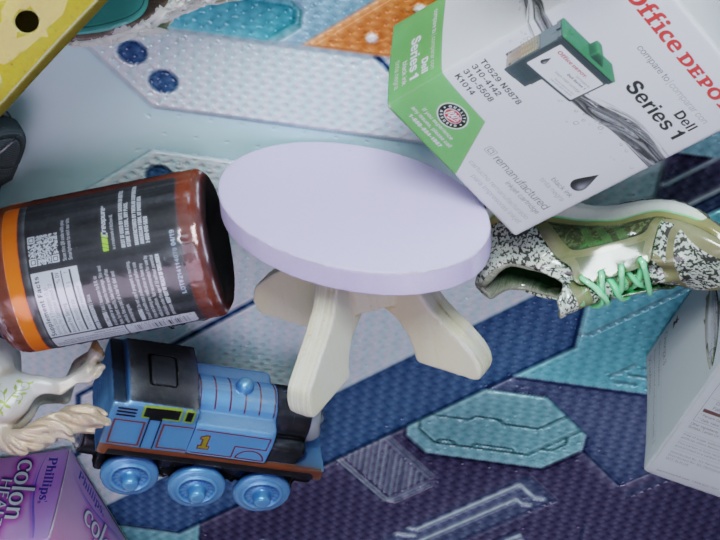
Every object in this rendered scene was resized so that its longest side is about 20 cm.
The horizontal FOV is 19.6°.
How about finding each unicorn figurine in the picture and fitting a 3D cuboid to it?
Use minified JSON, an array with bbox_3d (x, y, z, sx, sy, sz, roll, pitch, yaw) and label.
[{"bbox_3d":[-0.270,0.054,1.539,0.137,0.200,0.074,-29,139,-6],"label":"unicorn figurine"}]

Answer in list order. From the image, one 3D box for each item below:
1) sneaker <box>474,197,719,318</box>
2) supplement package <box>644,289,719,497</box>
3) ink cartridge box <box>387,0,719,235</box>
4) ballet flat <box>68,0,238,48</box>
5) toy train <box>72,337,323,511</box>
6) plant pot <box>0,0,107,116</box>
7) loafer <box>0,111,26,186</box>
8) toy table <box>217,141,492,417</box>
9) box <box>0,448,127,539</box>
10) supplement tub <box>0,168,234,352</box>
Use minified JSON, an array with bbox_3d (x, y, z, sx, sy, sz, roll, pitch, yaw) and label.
[{"bbox_3d":[0.166,0.003,1.425,0.198,0.089,0.077,6,144,27],"label":"sneaker"},{"bbox_3d":[0.292,0.058,1.472,0.116,0.117,0.201,19,134,-9],"label":"supplement package"},{"bbox_3d":[0.138,-0.131,1.325,0.199,0.085,0.146,-28,126,31],"label":"ink cartridge box"},{"bbox_3d":[-0.118,-0.180,1.326,0.199,0.072,0.072,-16,131,22],"label":"ballet flat"},{"bbox_3d":[-0.118,0.120,1.595,0.198,0.087,0.115,9,134,-18],"label":"toy train"},{"bbox_3d":[-0.224,-0.198,1.180,0.195,0.200,0.194,-44,119,13],"label":"plant pot"},{"bbox_3d":[-0.294,-0.058,1.482,0.072,0.063,0.200,-15,154,-42],"label":"loafer"},{"bbox_3d":[0.000,0.000,1.423,0.199,0.183,0.118,27,139,35],"label":"toy table"},{"bbox_3d":[-0.306,0.253,1.758,0.198,0.097,0.177,-10,133,15],"label":"box"},{"bbox_3d":[-0.194,-0.003,1.464,0.198,0.107,0.107,-10,133,6],"label":"supplement tub"}]
